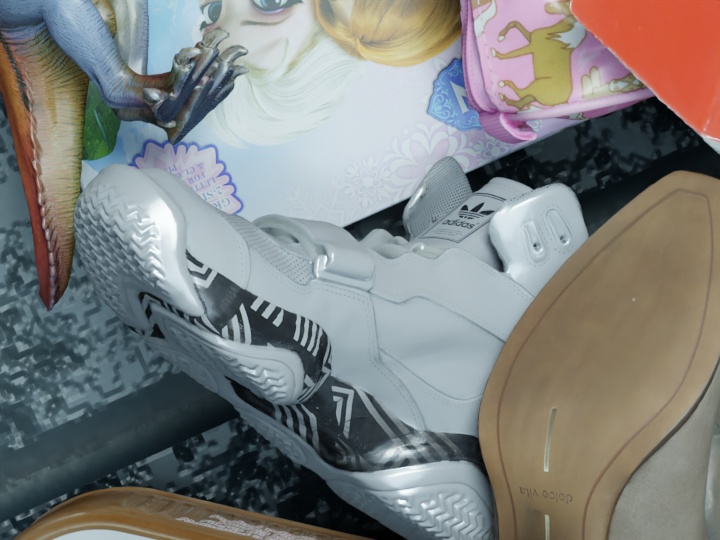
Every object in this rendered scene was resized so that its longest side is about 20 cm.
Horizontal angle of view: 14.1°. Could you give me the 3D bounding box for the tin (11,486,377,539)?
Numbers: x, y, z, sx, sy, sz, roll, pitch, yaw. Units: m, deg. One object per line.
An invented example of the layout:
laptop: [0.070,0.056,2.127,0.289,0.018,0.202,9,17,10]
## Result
tin: [-0.040,0.140,0.996,0.199,0.042,0.113,11,94,11]

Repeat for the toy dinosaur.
toy dinosaur: [-0.119,-0.113,0.905,0.181,0.105,0.200,40,105,6]

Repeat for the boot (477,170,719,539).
boot: [0.090,0.087,0.948,0.201,0.070,0.146,-60,142,-15]

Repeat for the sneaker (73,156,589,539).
sneaker: [0.000,0.000,0.931,0.200,0.075,0.115,42,74,-35]

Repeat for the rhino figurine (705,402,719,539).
rhino figurine: [0.052,0.104,1.024,0.199,0.060,0.088,-30,101,0]

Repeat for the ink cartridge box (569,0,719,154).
ink cartridge box: [0.165,-0.091,0.936,0.200,0.057,0.163,42,59,-39]

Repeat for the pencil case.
pencil case: [0.055,-0.144,0.922,0.086,0.083,0.201,-10,104,20]

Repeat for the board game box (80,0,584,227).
board game box: [-0.025,-0.115,0.979,0.199,0.041,0.200,-24,103,-2]
